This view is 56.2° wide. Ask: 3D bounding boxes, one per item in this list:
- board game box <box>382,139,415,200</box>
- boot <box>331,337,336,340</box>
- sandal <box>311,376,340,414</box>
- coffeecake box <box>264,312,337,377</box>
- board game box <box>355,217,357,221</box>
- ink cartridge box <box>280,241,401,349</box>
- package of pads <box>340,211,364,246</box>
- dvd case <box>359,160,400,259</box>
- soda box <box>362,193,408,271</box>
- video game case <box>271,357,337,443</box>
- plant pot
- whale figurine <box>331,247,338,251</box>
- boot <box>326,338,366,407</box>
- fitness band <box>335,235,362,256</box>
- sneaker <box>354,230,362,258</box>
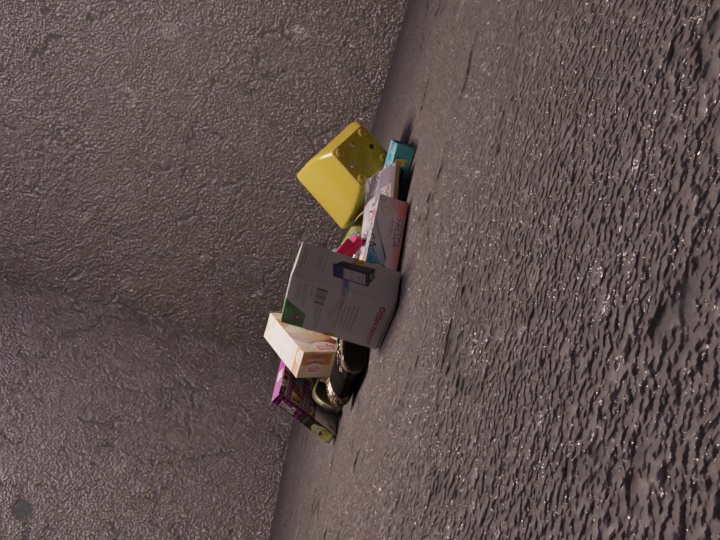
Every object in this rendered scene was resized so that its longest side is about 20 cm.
[{"bbox_3d":[0.072,-0.200,1.590,0.151,0.046,0.204,-98,23,-75],"label":"board game box"},{"bbox_3d":[-0.024,0.089,1.715,0.200,0.071,0.158,-84,12,-74],"label":"boot"},{"bbox_3d":[-0.074,0.286,1.693,0.058,0.079,0.202,-57,11,22],"label":"sandal"},{"bbox_3d":[-0.134,0.188,1.716,0.200,0.151,0.074,40,118,48],"label":"coffeecake box"},{"bbox_3d":[0.030,-0.200,1.994,0.096,0.030,0.200,-54,3,-13],"label":"board game box"},{"bbox_3d":[-0.037,0.051,1.256,0.147,0.196,0.089,110,177,-47],"label":"ink cartridge box"},{"bbox_3d":[-0.017,-0.047,1.859,0.156,0.067,0.201,-59,-5,-39],"label":"package of pads"},{"bbox_3d":[0.041,-0.125,1.500,0.148,0.016,0.205,-21,62,63],"label":"dvd case"},{"bbox_3d":[0.046,-0.054,1.342,0.064,0.067,0.203,112,172,-52],"label":"soda box"},{"bbox_3d":[-0.132,0.312,1.682,0.036,0.180,0.201,-45,16,18],"label":"video game case"},{"bbox_3d":[-0.021,-0.262,1.734,0.195,0.195,0.200,-44,2,-17],"label":"plant pot"},{"bbox_3d":[-0.094,0.015,1.709,0.200,0.102,0.162,22,-94,-82],"label":"whale figurine"},{"bbox_3d":[-0.026,0.185,1.484,0.202,0.072,0.152,-90,15,-50],"label":"boot"},{"bbox_3d":[-0.069,-0.004,1.512,0.201,0.037,0.143,-51,6,-27],"label":"fitness band"},{"bbox_3d":[0.000,0.000,1.672,0.077,0.083,0.204,63,-136,-70],"label":"sneaker"}]
